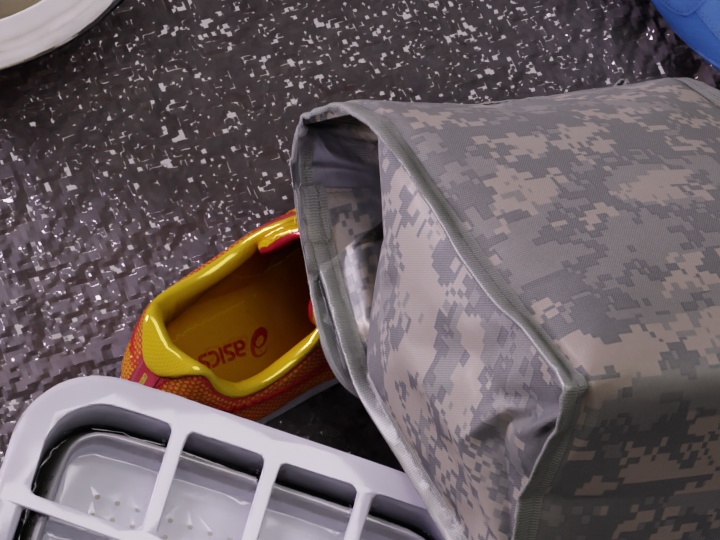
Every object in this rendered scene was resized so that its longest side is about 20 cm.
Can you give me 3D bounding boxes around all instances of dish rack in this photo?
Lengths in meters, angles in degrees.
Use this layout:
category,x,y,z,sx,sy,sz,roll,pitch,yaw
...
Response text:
category,x,y,z,sx,sy,sz,roll,pitch,yaw
dish rack,-0.055,0.148,0.931,0.171,0.044,0.201,19,62,-6

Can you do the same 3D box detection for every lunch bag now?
category,x,y,z,sx,sy,sz,roll,pitch,yaw
lunch bag,0.082,0.009,0.974,0.163,0.118,0.200,-6,41,-25

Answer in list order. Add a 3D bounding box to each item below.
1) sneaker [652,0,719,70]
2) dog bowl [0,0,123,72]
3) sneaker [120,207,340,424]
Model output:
category,x,y,z,sx,sy,sz,roll,pitch,yaw
sneaker,0.110,-0.150,1.141,0.078,0.066,0.201,-11,63,-47
dog bowl,-0.165,-0.159,1.054,0.199,0.074,0.201,2,80,-12
sneaker,0.000,0.000,1.049,0.200,0.077,0.073,-36,78,-29
